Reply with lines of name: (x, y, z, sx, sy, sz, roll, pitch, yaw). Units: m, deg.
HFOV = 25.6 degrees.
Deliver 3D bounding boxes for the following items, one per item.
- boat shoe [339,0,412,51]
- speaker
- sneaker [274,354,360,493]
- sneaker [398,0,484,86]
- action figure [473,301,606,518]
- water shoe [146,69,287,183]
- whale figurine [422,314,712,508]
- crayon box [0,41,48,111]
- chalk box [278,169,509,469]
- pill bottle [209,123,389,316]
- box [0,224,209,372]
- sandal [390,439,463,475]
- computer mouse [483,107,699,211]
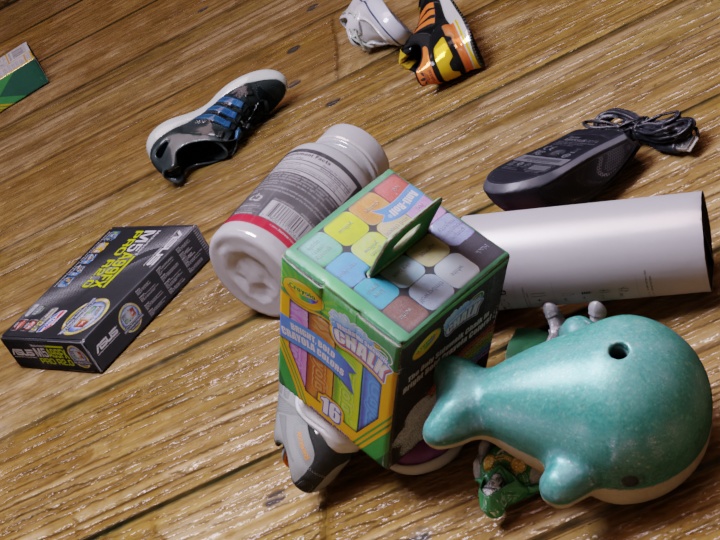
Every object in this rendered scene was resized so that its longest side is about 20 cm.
boat shoe: (0.016, -0.308, 2.016, 0.067, 0.074, 0.200, -43, 16, 7)
speaker: (0.180, -0.013, 1.262, 0.198, 0.082, 0.081, -6, 33, 18)
sneaker: (-0.045, 0.117, 1.328, 0.080, 0.074, 0.200, -55, 16, 11)
sneaker: (0.080, -0.276, 1.877, 0.089, 0.070, 0.200, -26, 29, 1)
action figure: (0.133, 0.106, 1.189, 0.117, 0.055, 0.201, -5, 40, 36)
water shoe: (-0.168, -0.174, 1.982, 0.199, 0.072, 0.079, -31, 54, -4)
whale figurine: (0.142, 0.085, 1.094, 0.198, 0.104, 0.160, 5, 50, 13)
crayon box: (-0.625, -0.298, 2.656, 0.199, 0.052, 0.126, -32, 26, -5)
chalk box: (0.022, 0.022, 1.178, 0.124, 0.201, 0.125, 36, 55, 25)
pill bottle: (-0.054, -0.057, 1.589, 0.110, 0.111, 0.200, -2, 37, 43)
box: (-0.279, 0.027, 1.747, 0.159, 0.044, 0.200, 0, 39, 46)
sandal: (0.041, 0.095, 1.296, 0.082, 0.050, 0.203, -25, 26, 12)
computer mouse: (0.204, -0.091, 1.455, 0.199, 0.053, 0.138, -25, 21, -22)
